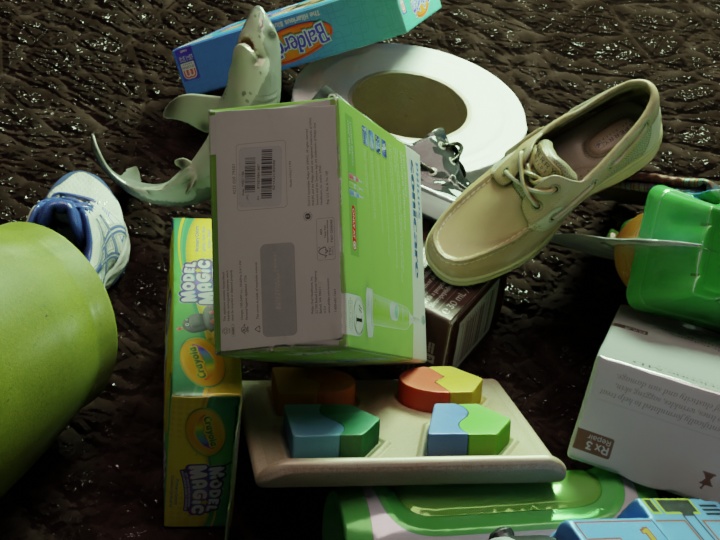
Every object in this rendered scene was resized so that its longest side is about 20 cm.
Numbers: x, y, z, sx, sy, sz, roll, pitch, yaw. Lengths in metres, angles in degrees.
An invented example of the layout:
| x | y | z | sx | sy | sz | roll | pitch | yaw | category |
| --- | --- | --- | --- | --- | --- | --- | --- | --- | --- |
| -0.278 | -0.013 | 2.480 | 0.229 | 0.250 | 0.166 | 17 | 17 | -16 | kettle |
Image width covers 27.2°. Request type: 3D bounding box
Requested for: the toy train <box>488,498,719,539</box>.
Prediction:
| x | y | z | sx | sy | sz | roll | pitch | yaw | category |
| --- | --- | --- | --- | --- | --- | --- | --- | --- | --- |
| 0.145 | 0.181 | 0.798 | 0.199 | 0.087 | 0.114 | 5 | 30 | -34 | toy train |

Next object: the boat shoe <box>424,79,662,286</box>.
| x | y | z | sx | sy | sz | roll | pitch | yaw | category |
| --- | --- | --- | --- | --- | --- | --- | --- | --- | --- |
| 0.127 | -0.066 | 1.045 | 0.199 | 0.065 | 0.072 | -34 | 66 | -6 | boat shoe |

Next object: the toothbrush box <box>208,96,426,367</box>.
| x | y | z | sx | sy | sz | roll | pitch | yaw | category |
| --- | --- | --- | --- | --- | --- | --- | --- | --- | --- |
| -0.021 | -0.016 | 0.941 | 0.085 | 0.147 | 0.200 | -4 | -6 | 17 | toothbrush box |

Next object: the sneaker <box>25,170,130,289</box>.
| x | y | z | sx | sy | sz | roll | pitch | yaw | category |
| --- | --- | --- | --- | --- | --- | --- | --- | --- | --- |
| -0.206 | -0.024 | 1.076 | 0.074 | 0.089 | 0.201 | 3 | 37 | -6 | sneaker |

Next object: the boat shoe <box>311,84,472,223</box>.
| x | y | z | sx | sy | sz | roll | pitch | yaw | category |
| --- | --- | --- | --- | --- | --- | --- | --- | --- | --- |
| 0.043 | -0.080 | 1.122 | 0.199 | 0.067 | 0.070 | 27 | 1 | 13 | boat shoe |

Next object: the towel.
| x | y | z | sx | sy | sz | roll | pitch | yaw | category |
| --- | --- | --- | --- | --- | --- | --- | --- | --- | --- |
| 0.236 | -0.063 | 1.161 | 0.145 | 0.022 | 0.199 | 9 | 1 | 29 | towel |

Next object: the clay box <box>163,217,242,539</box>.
| x | y | z | sx | sy | sz | roll | pitch | yaw | category |
| --- | --- | --- | --- | --- | --- | --- | --- | --- | --- |
| -0.103 | 0.072 | 0.955 | 0.047 | 0.116 | 0.201 | 2 | 38 | -8 | clay box |

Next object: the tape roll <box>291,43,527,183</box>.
| x | y | z | sx | sy | sz | roll | pitch | yaw | category |
| --- | --- | --- | --- | --- | --- | --- | --- | --- | --- |
| 0.036 | -0.112 | 1.252 | 0.200 | 0.071 | 0.203 | 5 | 39 | -4 | tape roll |

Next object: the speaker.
| x | y | z | sx | sy | sz | roll | pitch | yaw | category |
| --- | --- | --- | --- | --- | --- | --- | --- | --- | --- |
| 0.080 | 0.164 | 0.903 | 0.198 | 0.089 | 0.089 | -1 | 39 | -14 | speaker |

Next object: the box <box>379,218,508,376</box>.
| x | y | z | sx | sy | sz | roll | pitch | yaw | category |
| --- | --- | --- | --- | --- | --- | --- | --- | --- | --- |
| 0.000 | 0.000 | 1.103 | 0.199 | 0.075 | 0.100 | 24 | 40 | 20 | box |

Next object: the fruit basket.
| x | y | z | sx | sy | sz | roll | pitch | yaw | category |
| --- | --- | --- | --- | --- | --- | --- | --- | --- | --- |
| 0.237 | -0.011 | 1.078 | 0.184 | 0.095 | 0.200 | 15 | 3 | -19 | fruit basket |

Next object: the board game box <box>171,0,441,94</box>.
| x | y | z | sx | sy | sz | roll | pitch | yaw | category |
| --- | --- | --- | --- | --- | --- | --- | --- | --- | --- |
| -0.042 | -0.206 | 1.268 | 0.198 | 0.045 | 0.152 | -14 | 13 | 19 | board game box |

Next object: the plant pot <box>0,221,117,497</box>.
| x | y | z | sx | sy | sz | roll | pitch | yaw | category |
| --- | --- | --- | --- | --- | --- | --- | --- | --- | --- |
| -0.254 | 0.057 | 0.899 | 0.199 | 0.202 | 0.193 | 26 | 29 | 20 | plant pot |

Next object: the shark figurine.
| x | y | z | sx | sy | sz | roll | pitch | yaw | category |
| --- | --- | --- | --- | --- | --- | --- | --- | --- | --- |
| -0.107 | -0.087 | 1.133 | 0.089 | 0.214 | 0.129 | -6 | 67 | -52 | shark figurine |

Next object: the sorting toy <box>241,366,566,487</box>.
| x | y | z | sx | sy | sz | roll | pitch | yaw | category |
| --- | --- | --- | --- | --- | --- | --- | --- | --- | --- |
| 0.018 | 0.093 | 0.943 | 0.183 | 0.037 | 0.200 | 0 | 10 | -9 | sorting toy |

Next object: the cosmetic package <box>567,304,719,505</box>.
| x | y | z | sx | sy | sz | roll | pitch | yaw | category |
| --- | --- | --- | --- | --- | --- | --- | --- | --- | --- |
| 0.201 | 0.083 | 0.978 | 0.101 | 0.075 | 0.200 | 17 | 10 | 10 | cosmetic package |
